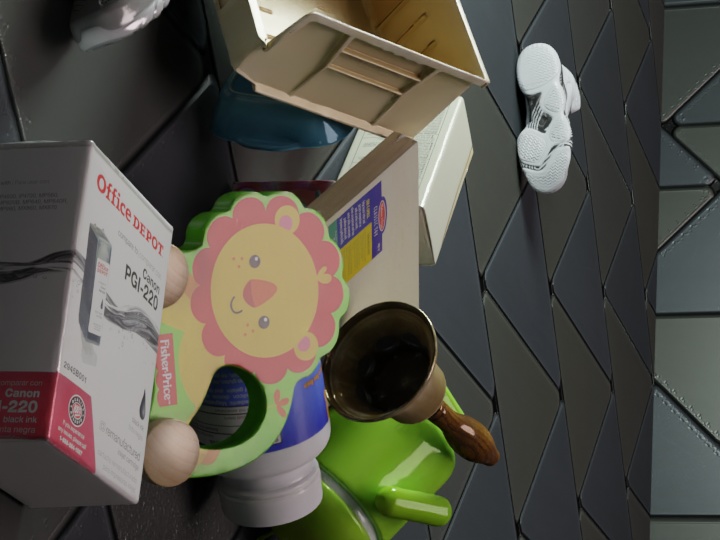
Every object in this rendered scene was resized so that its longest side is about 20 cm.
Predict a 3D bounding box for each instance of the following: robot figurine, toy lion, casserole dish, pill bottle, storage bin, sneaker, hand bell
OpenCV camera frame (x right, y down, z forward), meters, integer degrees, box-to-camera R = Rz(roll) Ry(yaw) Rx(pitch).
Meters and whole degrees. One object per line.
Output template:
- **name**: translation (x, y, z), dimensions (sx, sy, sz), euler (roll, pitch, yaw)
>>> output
- **robot figurine**: translation (0.001, 0.173, 1.757), dimensions (0.200, 0.175, 0.116), euler (-44, 121, -22)
- **toy lion**: translation (-0.093, 0.044, 1.483), dimensions (0.191, 0.069, 0.201), euler (-6, 95, -34)
- **casserole dish**: translation (-0.051, -0.157, 1.703), dimensions (0.200, 0.121, 0.039), euler (-61, 153, -58)
- **pill bottle**: translation (-0.083, 0.093, 1.600), dimensions (0.112, 0.112, 0.201), euler (-55, 139, -62)
- **storage bin**: translation (-0.022, -0.224, 1.638), dimensions (0.198, 0.094, 0.201), euler (17, 44, -39)
- **sneaker**: translation (0.259, -0.200, 2.766), dimensions (0.115, 0.075, 0.201), euler (9, 76, -69)
- **hand bell**: translation (0.063, 0.114, 1.684), dimensions (0.200, 0.104, 0.105), euler (41, 48, -48)
- **sneaker**: translation (-0.176, -0.233, 1.440), dimensions (0.082, 0.074, 0.201), euler (53, 30, -37)

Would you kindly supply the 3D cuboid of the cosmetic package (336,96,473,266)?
- **cosmetic package**: translation (0.041, -0.089, 2.026), dimensions (0.200, 0.103, 0.073), euler (-68, 151, -50)

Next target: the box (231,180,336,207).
- **box**: translation (-0.042, 0.011, 1.764), dimensions (0.200, 0.094, 0.103), euler (56, 38, -59)

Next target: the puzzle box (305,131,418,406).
- **puzzle box**: translation (0.000, 0.000, 1.664), dimensions (0.133, 0.025, 0.201), euler (-42, 146, -35)

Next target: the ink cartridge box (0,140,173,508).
- **ink cartridge box**: translation (-0.192, 0.036, 1.311), dimensions (0.146, 0.084, 0.201), euler (53, 37, -62)
